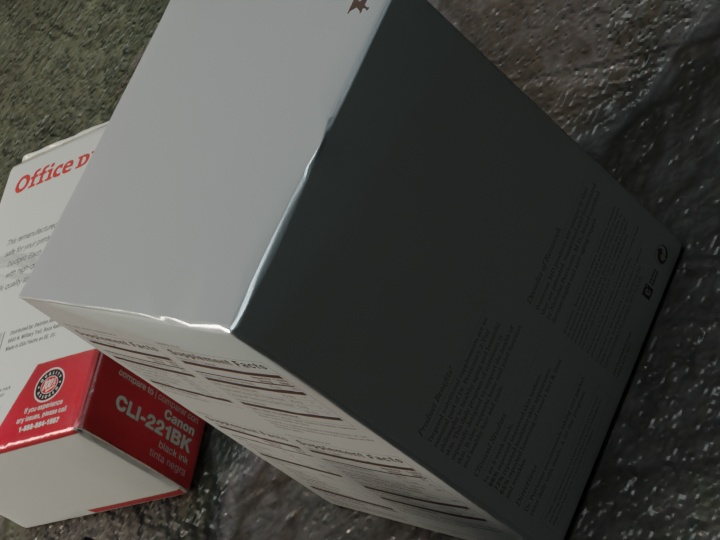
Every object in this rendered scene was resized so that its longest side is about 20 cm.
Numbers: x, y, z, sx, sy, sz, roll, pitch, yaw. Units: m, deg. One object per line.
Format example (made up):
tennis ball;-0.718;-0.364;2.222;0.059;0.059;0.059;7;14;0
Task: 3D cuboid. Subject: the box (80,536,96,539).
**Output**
box;-0.137;0.234;0.750;0.160;0.046;0.201;-80;13;-50

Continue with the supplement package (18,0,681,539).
supplement package;0.000;0.000;0.755;0.150;0.200;0.153;6;65;49

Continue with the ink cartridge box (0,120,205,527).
ink cartridge box;-0.145;0.025;0.991;0.144;0.084;0.202;-16;51;40
